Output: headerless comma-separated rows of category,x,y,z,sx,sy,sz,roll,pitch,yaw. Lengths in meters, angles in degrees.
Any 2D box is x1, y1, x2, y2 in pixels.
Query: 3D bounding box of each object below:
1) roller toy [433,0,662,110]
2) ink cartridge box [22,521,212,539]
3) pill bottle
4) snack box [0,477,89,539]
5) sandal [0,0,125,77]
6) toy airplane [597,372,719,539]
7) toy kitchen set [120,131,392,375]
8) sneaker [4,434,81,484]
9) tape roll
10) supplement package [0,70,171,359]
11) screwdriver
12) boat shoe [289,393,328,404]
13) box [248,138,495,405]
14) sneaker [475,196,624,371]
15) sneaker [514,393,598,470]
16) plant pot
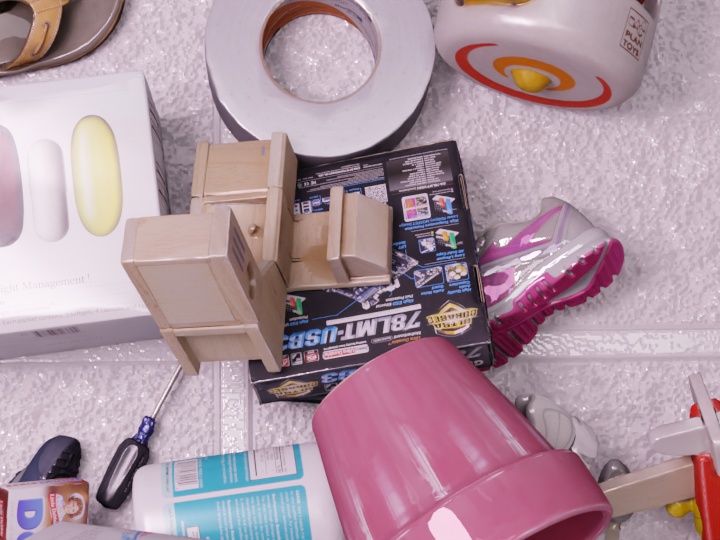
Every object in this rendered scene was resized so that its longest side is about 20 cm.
roller toy,0.159,-0.217,1.327,0.182,0.200,0.140,17,80,-5
ink cartridge box,-0.165,0.277,1.183,0.199,0.086,0.148,3,102,27
pill bottle,-0.080,0.201,1.279,0.199,0.111,0.111,-7,80,-3
snack box,-0.258,0.268,1.259,0.072,0.024,0.201,0,97,-37
sandal,-0.300,-0.216,1.376,0.199,0.055,0.082,-18,81,-5
toy airplane,0.290,0.167,1.287,0.199,0.141,0.200,26,111,-11
toy kitchen set,-0.070,-0.049,1.214,0.162,0.181,0.201,-4,59,10
sneaker,-0.307,0.212,1.291,0.082,0.070,0.200,25,71,19
tape roll,-0.036,-0.187,1.377,0.199,0.066,0.201,1,79,-3
supplement package,-0.253,-0.041,1.298,0.190,0.147,0.201,-8,81,-4
screwdriver,-0.172,0.109,1.333,0.029,0.028,0.201,27,81,-26
boat shoe,0.016,0.114,1.318,0.199,0.075,0.066,19,81,2
box,0.000,0.000,1.305,0.199,0.050,0.199,-11,60,5
sneaker,0.123,0.013,1.344,0.200,0.081,0.088,-33,56,2
sneaker,0.103,0.185,1.291,0.081,0.075,0.200,42,87,-29
plant pot,0.059,0.158,1.179,0.199,0.200,0.179,-29,68,-7
